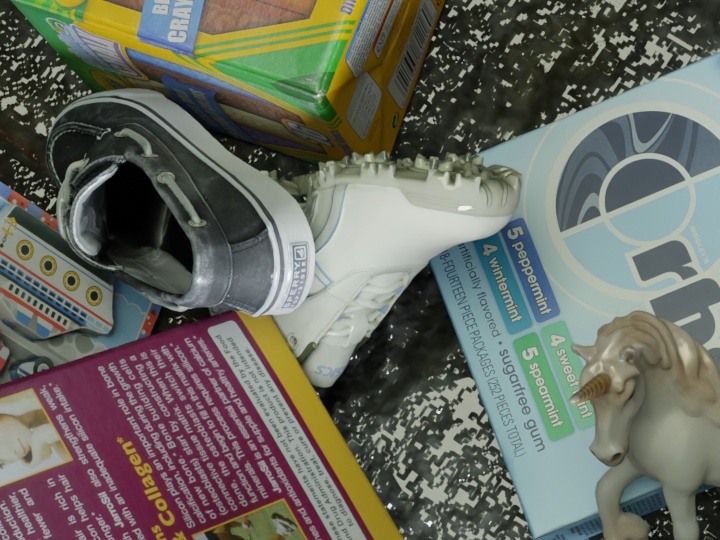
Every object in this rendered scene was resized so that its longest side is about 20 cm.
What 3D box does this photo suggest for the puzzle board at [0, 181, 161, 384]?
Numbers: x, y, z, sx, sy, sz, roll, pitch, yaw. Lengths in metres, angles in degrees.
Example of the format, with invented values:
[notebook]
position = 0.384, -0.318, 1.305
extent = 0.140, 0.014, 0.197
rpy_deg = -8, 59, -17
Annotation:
[puzzle board]
position = -0.181, 0.028, 0.969
extent = 0.017, 0.200, 0.152
rpy_deg = -3, 58, 48

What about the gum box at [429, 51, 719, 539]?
[gum box]
position = 0.139, 0.005, 0.985
extent = 0.199, 0.045, 0.171
rpy_deg = -22, 72, 5

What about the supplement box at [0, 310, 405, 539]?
[supplement box]
position = -0.103, 0.112, 0.922
extent = 0.199, 0.103, 0.131
rpy_deg = -17, 68, -39

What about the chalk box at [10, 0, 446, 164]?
[chalk box]
position = -0.071, -0.140, 1.026
extent = 0.199, 0.124, 0.125
rpy_deg = 18, 79, 16

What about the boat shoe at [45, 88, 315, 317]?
[boat shoe]
position = -0.099, -0.029, 0.982
extent = 0.200, 0.067, 0.072
rpy_deg = 35, 122, 49

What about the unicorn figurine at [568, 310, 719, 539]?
[unicorn figurine]
position = 0.146, 0.074, 0.904
extent = 0.198, 0.138, 0.074
rpy_deg = -10, 31, -23

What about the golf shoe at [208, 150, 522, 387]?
[golf shoe]
position = 0.000, 0.000, 0.969
extent = 0.199, 0.078, 0.098
rpy_deg = -8, 83, 55

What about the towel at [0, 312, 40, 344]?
[towel]
position = -0.187, 0.082, 0.990
extent = 0.023, 0.152, 0.202
rpy_deg = -3, 71, 46
